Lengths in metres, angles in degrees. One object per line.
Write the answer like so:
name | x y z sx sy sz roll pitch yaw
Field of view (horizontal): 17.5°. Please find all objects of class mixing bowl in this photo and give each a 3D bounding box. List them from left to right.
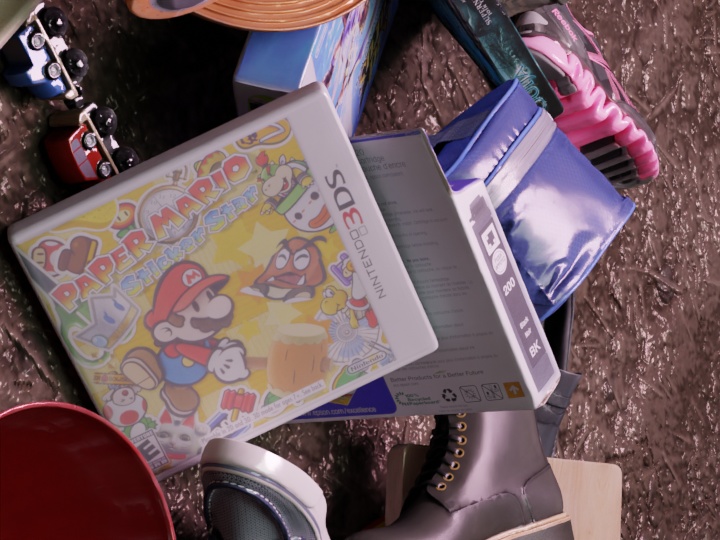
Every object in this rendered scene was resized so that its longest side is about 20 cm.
mixing bowl | -0.198 0.170 1.214 0.200 0.108 0.202 9 79 -53

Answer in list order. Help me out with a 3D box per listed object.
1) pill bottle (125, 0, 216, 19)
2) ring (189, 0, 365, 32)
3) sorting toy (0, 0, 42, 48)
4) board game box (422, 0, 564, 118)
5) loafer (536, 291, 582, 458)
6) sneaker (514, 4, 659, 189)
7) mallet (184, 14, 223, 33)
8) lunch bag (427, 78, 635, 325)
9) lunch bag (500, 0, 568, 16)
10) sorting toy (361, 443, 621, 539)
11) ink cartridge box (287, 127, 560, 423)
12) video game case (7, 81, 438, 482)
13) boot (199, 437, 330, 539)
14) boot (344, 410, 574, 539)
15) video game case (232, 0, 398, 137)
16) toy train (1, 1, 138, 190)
pill bottle | -0.127 -0.241 1.282 0.106 0.106 0.201 -1 65 -53
ring | -0.068 -0.227 1.369 0.199 0.019 0.202 7 67 -17
sorting toy | -0.235 -0.213 1.246 0.201 0.036 0.186 57 45 -26
board game box | 0.061 -0.187 1.554 0.028 0.200 0.136 -34 122 1
loafer | 0.125 0.082 1.692 0.068 0.070 0.202 12 78 -52
sneaker | 0.173 -0.140 1.787 0.200 0.079 0.096 47 40 -42
mallet | -0.121 -0.218 1.390 0.200 0.066 0.041 46 36 -40
lunch bag | 0.058 -0.025 1.500 0.132 0.200 0.136 48 48 -8
lunch bag | 0.148 -0.296 1.653 0.140 0.167 0.201 56 32 -38
sorting toy | 0.082 0.227 1.593 0.198 0.069 0.202 9 80 -37
ink cartridge box | 0.000 0.000 1.424 0.043 0.197 0.201 -53 128 -45
video game case | -0.077 0.011 1.351 0.023 0.199 0.183 -116 -179 -65
boot | -0.061 0.179 1.394 0.200 0.072 0.091 67 39 -57
boot | 0.046 0.128 1.497 0.199 0.077 0.139 -5 82 -48
video game case | -0.024 -0.145 1.464 0.182 0.045 0.201 86 20 -61
toy train | -0.160 -0.070 1.354 0.046 0.034 0.201 -44 121 -34
